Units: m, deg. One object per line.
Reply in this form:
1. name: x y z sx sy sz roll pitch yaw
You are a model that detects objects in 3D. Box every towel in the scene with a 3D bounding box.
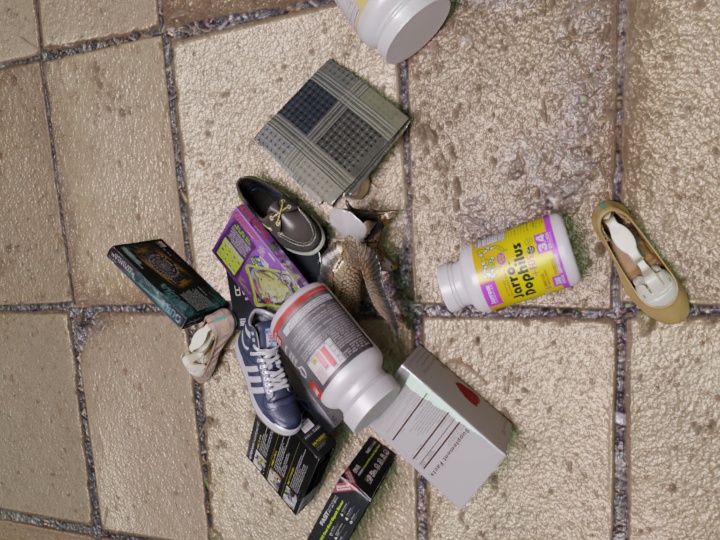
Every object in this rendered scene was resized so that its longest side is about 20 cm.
1. towel: -0.045 -0.218 0.896 0.199 0.035 0.193 41 83 22

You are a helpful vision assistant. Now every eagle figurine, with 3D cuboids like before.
1. eagle figurine: 0.007 0.002 0.897 0.145 0.152 0.208 10 85 -8

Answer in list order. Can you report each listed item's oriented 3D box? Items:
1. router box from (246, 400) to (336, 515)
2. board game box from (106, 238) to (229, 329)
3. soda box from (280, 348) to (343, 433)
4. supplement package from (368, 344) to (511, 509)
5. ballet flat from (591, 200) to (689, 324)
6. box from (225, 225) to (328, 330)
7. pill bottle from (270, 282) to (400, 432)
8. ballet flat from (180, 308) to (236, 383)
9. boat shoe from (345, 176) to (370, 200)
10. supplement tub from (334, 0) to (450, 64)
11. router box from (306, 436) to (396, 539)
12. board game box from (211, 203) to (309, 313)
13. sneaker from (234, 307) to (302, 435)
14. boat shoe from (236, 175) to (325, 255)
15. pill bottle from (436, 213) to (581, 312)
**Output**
1. router box: -0.126 0.313 0.982 0.148 0.050 0.204 41 135 21
2. board game box: -0.351 0.020 1.036 0.199 0.135 0.028 41 109 11
3. soda box: -0.113 0.206 1.008 0.068 0.063 0.202 -42 82 22
4. supplement package: 0.125 0.240 0.891 0.198 0.121 0.121 39 108 11
5. ballet flat: 0.389 -0.006 0.788 0.068 0.063 0.203 -37 84 21
6. box: -0.145 0.016 1.005 0.193 0.043 0.167 -6 95 21
7. pill bottle: -0.037 0.128 0.836 0.201 0.115 0.117 48 111 21
8. ballet flat: -0.296 0.146 1.046 0.068 0.066 0.203 45 124 20
9. boat shoe: -0.071 -0.189 0.937 0.199 0.065 0.073 40 109 11
10. supplement tub: 0.028 -0.428 0.825 0.144 0.145 0.203 -38 84 21
11. router box: -0.025 0.406 0.956 0.061 0.149 0.205 30 106 13
12. board game box: -0.166 0.003 0.954 0.202 0.032 0.120 51 134 8
13. sneaker: -0.142 0.154 0.901 0.202 0.068 0.110 55 135 30
14. boat shoe: -0.140 -0.094 0.946 0.199 0.061 0.073 36 84 31
15. pill bottle: 0.215 -0.002 0.833 0.195 0.104 0.108 -20 90 22
